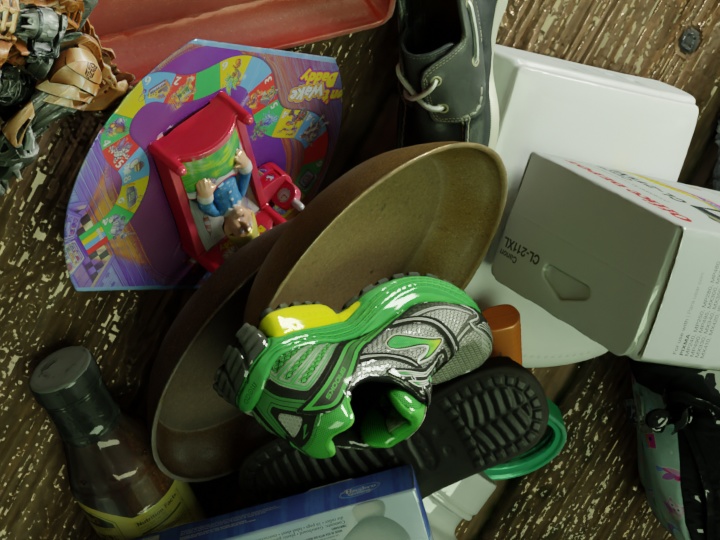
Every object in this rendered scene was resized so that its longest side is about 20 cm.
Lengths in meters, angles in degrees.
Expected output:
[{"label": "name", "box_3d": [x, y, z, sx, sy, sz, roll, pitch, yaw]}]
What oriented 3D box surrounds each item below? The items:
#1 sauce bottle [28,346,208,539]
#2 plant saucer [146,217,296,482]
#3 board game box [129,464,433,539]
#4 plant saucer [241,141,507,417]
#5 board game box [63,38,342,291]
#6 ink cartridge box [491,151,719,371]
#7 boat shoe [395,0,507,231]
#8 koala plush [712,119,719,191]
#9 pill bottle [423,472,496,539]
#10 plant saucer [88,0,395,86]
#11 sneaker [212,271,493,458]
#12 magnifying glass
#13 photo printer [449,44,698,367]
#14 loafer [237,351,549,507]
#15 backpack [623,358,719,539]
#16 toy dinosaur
[{"label": "sauce bottle", "box_3d": [-0.138, 0.132, 1.066, 0.066, 0.066, 0.201, -33, 121, -13]}, {"label": "plant saucer", "box_3d": [-0.054, 0.039, 1.047, 0.200, 0.034, 0.201, -37, 153, -22]}, {"label": "board game box", "box_3d": [-0.038, 0.235, 1.051, 0.199, 0.043, 0.200, -15, 106, 3]}, {"label": "plant saucer", "box_3d": [0.000, 0.000, 0.996, 0.200, 0.035, 0.201, -36, 153, -22]}, {"label": "board game box", "box_3d": [-0.072, -0.046, 0.991, 0.199, 0.039, 0.159, -1, 123, -53]}, {"label": "ink cartridge box", "box_3d": [0.203, 0.001, 1.067, 0.199, 0.146, 0.083, 9, 106, -37]}, {"label": "boat shoe", "box_3d": [0.043, -0.119, 1.043, 0.067, 0.072, 0.201, -14, 116, -50]}, {"label": "koala plush", "box_3d": [0.349, -0.052, 1.180, 0.177, 0.200, 0.185, 19, 101, -35]}, {"label": "pill bottle", "box_3d": [-0.004, 0.192, 1.139, 0.111, 0.111, 0.200, 37, 91, -36]}, {"label": "plant saucer", "box_3d": [-0.065, -0.190, 0.932, 0.198, 0.037, 0.201, -16, 147, -20]}, {"label": "sneaker", "box_3d": [0.011, 0.061, 0.959, 0.199, 0.085, 0.078, -15, 141, -50]}, {"label": "magnifying glass", "box_3d": [0.094, 0.083, 1.150, 0.079, 0.023, 0.201, -12, 145, -1]}, {"label": "photo printer", "box_3d": [0.116, -0.034, 1.134, 0.165, 0.069, 0.201, 8, 107, -33]}, {"label": "loafer", "box_3d": [0.022, 0.106, 1.074, 0.199, 0.071, 0.073, -18, 101, 13]}, {"label": "backpack", "box_3d": [0.267, 0.115, 1.254, 0.166, 0.127, 0.201, -13, 121, -7]}, {"label": "toy dinosaur", "box_3d": [-0.174, -0.095, 0.893, 0.135, 0.102, 0.200, -35, 129, 16]}]
